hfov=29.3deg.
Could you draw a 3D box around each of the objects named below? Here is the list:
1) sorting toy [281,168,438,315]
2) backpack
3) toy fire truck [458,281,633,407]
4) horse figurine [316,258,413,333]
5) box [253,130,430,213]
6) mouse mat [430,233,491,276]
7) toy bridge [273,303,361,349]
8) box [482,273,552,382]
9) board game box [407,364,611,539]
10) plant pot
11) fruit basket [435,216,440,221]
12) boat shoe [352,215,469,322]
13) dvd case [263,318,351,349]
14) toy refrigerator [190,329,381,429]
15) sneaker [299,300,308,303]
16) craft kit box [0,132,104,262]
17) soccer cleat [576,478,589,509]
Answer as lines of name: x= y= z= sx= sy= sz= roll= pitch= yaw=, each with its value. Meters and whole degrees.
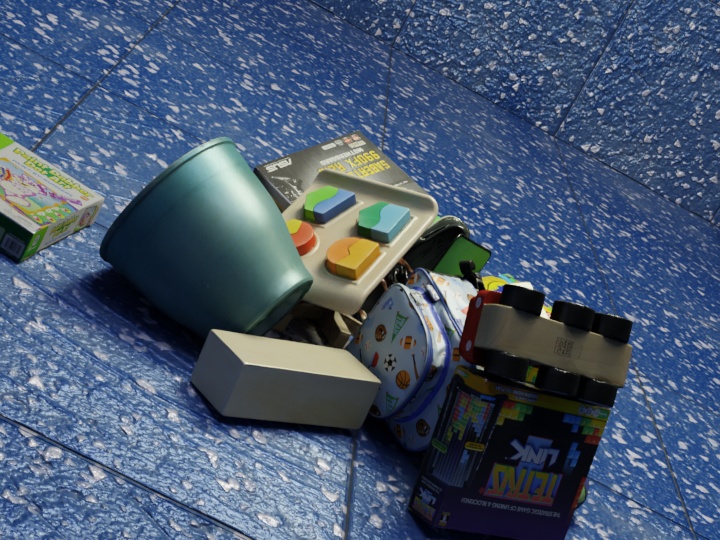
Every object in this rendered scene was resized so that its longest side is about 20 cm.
sorting toy: x=-0.029 y=-0.044 z=1.660 sx=0.184 sy=0.037 sz=0.200 roll=17 pitch=50 yaw=30
backpack: x=0.084 y=0.113 z=1.598 sx=0.153 sy=0.201 sz=0.191 roll=1 pitch=41 yaw=-41
toy fire truck: x=0.184 y=0.065 z=1.523 sx=0.174 sy=0.130 sz=0.200 roll=16 pitch=-7 yaw=-22
horse figurine: x=0.000 y=0.000 z=1.707 sx=0.133 sy=0.050 sz=0.200 roll=57 pitch=41 yaw=-2
box: x=-0.027 y=-0.102 z=1.855 sx=0.199 sy=0.049 sz=0.158 roll=-23 pitch=55 yaw=-39
mouse mat: x=0.105 y=0.028 z=1.803 sx=0.008 sy=0.162 sz=0.200 roll=38 pitch=5 yaw=19
toy bridge: x=-0.034 y=0.071 z=1.709 sx=0.198 sy=0.027 sz=0.067 roll=21 pitch=21 yaw=-30
box: x=0.199 y=0.113 z=1.850 sx=0.192 sy=0.123 sz=0.199 roll=39 pitch=21 yaw=22
board game box: x=0.164 y=0.203 z=1.494 sx=0.198 sy=0.167 sz=0.057 roll=14 pitch=6 yaw=-36
plant pot: x=-0.159 y=-0.014 z=1.559 sx=0.188 sy=0.200 sz=0.200 roll=47 pitch=21 yaw=6
fruit basket: x=0.031 y=-0.015 z=1.924 sx=0.213 sy=0.157 sz=0.217 roll=3 pitch=45 yaw=-3
boat shoe: x=0.068 y=0.006 z=1.807 sx=0.075 sy=0.199 sz=0.066 roll=53 pitch=-4 yaw=-10
dvd case: x=-0.115 y=0.056 z=1.692 sx=0.199 sy=0.016 sz=0.149 roll=34 pitch=19 yaw=8
toy refrigerator: x=-0.080 y=0.123 z=1.500 sx=0.199 sy=0.071 sz=0.076 roll=12 pitch=19 yaw=-43
sneaker: x=-0.085 y=-0.004 z=1.731 sx=0.199 sy=0.087 sz=0.074 roll=17 pitch=21 yaw=-35
craft kit box: x=-0.423 y=-0.099 z=1.592 sx=0.199 sy=0.049 sz=0.198 roll=32 pitch=16 yaw=3
soccer cleat: x=0.187 y=0.219 z=1.656 sx=0.199 sy=0.065 sz=0.084 roll=34 pitch=22 yaw=11
